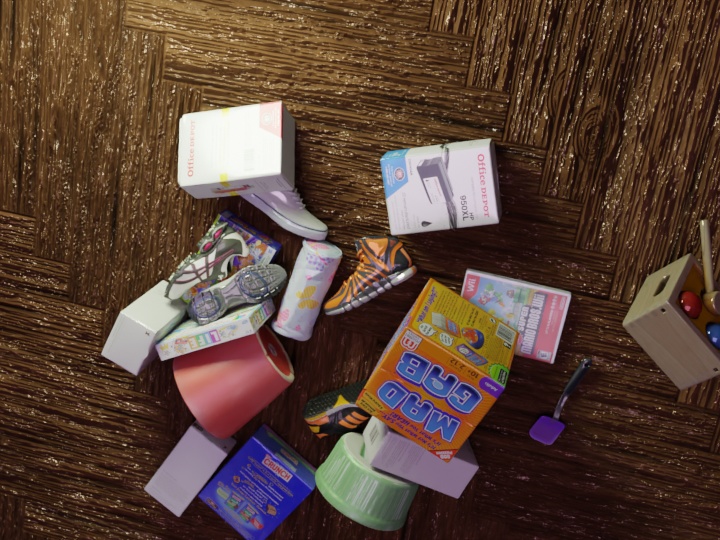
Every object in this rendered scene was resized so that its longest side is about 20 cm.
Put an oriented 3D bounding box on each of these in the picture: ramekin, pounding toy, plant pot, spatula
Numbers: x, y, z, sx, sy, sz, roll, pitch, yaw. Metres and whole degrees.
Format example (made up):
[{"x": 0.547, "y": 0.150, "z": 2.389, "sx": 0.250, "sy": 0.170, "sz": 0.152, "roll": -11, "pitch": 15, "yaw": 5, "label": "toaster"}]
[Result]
[{"x": 0.020, "y": 0.405, "z": 1.711, "sx": 0.199, "sy": 0.200, "sz": 0.098, "roll": 29, "pitch": 102, "yaw": 3, "label": "ramekin"}, {"x": 0.573, "y": 0.057, "z": 1.506, "sx": 0.184, "sy": 0.200, "sz": 0.142, "roll": 47, "pitch": 137, "yaw": -4, "label": "pounding toy"}, {"x": -0.240, "y": 0.201, "z": 1.719, "sx": 0.177, "sy": 0.200, "sz": 0.201, "roll": -32, "pitch": 97, "yaw": 7, "label": "plant pot"}, {"x": 0.388, "y": 0.250, "z": 1.675, "sx": 0.056, "sy": 0.021, "sz": 0.201, "roll": 23, "pitch": 107, "yaw": -8, "label": "spatula"}]

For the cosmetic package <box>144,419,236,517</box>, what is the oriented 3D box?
[{"x": -0.361, "y": 0.414, "z": 1.859, "sx": 0.102, "sy": 0.074, "sz": 0.200, "roll": 39, "pitch": 108, "yaw": -1, "label": "cosmetic package"}]

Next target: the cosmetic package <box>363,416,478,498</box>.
[{"x": 0.114, "y": 0.345, "z": 1.680, "sx": 0.199, "sy": 0.108, "sz": 0.085, "roll": 23, "pitch": 109, "yaw": -17, "label": "cosmetic package"}]

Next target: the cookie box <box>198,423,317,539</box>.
[{"x": -0.209, "y": 0.450, "z": 1.833, "sx": 0.171, "sy": 0.075, "sz": 0.200, "roll": 42, "pitch": 110, "yaw": -1, "label": "cookie box"}]

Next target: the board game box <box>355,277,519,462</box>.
[{"x": 0.144, "y": 0.178, "z": 1.599, "sx": 0.199, "sy": 0.200, "sz": 0.200, "roll": 32, "pitch": 120, "yaw": 2, "label": "board game box"}]

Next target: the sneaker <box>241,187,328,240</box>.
[{"x": -0.142, "y": -0.131, "z": 1.656, "sx": 0.199, "sy": 0.073, "sz": 0.071, "roll": 32, "pitch": 113, "yaw": 2, "label": "sneaker"}]

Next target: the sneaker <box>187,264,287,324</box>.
[{"x": -0.237, "y": 0.035, "z": 1.678, "sx": 0.199, "sy": 0.087, "sz": 0.075, "roll": -20, "pitch": 99, "yaw": -2, "label": "sneaker"}]

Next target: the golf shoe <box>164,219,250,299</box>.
[{"x": -0.300, "y": -0.002, "z": 1.680, "sx": 0.088, "sy": 0.077, "sz": 0.200, "roll": 41, "pitch": 111, "yaw": -9, "label": "golf shoe"}]

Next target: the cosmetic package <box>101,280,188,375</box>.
[{"x": -0.411, "y": 0.109, "z": 1.715, "sx": 0.085, "sy": 0.200, "sz": 0.108, "roll": 31, "pitch": 109, "yaw": 2, "label": "cosmetic package"}]

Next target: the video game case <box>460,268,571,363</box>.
[{"x": 0.283, "y": 0.086, "z": 1.654, "sx": 0.199, "sy": 0.017, "sz": 0.144, "roll": 13, "pitch": 108, "yaw": 9, "label": "video game case"}]

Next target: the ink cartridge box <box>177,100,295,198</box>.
[{"x": -0.227, "y": -0.220, "z": 1.616, "sx": 0.199, "sy": 0.083, "sz": 0.146, "roll": -4, "pitch": 74, "yaw": 13, "label": "ink cartridge box"}]

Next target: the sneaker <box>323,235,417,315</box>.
[{"x": 0.000, "y": 0.000, "z": 1.669, "sx": 0.199, "sy": 0.078, "sz": 0.112, "roll": -30, "pitch": 94, "yaw": 7, "label": "sneaker"}]

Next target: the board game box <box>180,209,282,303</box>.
[{"x": -0.262, "y": 0.000, "z": 1.734, "sx": 0.134, "sy": 0.045, "sz": 0.201, "roll": 32, "pitch": 110, "yaw": 2, "label": "board game box"}]

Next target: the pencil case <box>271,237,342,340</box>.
[{"x": -0.103, "y": 0.036, "z": 1.689, "sx": 0.083, "sy": 0.091, "sz": 0.201, "roll": 18, "pitch": 110, "yaw": -12, "label": "pencil case"}]

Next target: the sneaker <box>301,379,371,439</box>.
[{"x": -0.012, "y": 0.283, "z": 1.757, "sx": 0.199, "sy": 0.070, "sz": 0.090, "roll": -17, "pitch": 122, "yaw": 13, "label": "sneaker"}]

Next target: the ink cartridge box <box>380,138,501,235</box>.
[{"x": 0.148, "y": -0.151, "z": 1.581, "sx": 0.199, "sy": 0.084, "sz": 0.145, "roll": -6, "pitch": 104, "yaw": 13, "label": "ink cartridge box"}]

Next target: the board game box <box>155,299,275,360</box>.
[{"x": -0.275, "y": 0.109, "z": 1.672, "sx": 0.199, "sy": 0.134, "sz": 0.034, "roll": -17, "pitch": 102, "yaw": 17, "label": "board game box"}]
